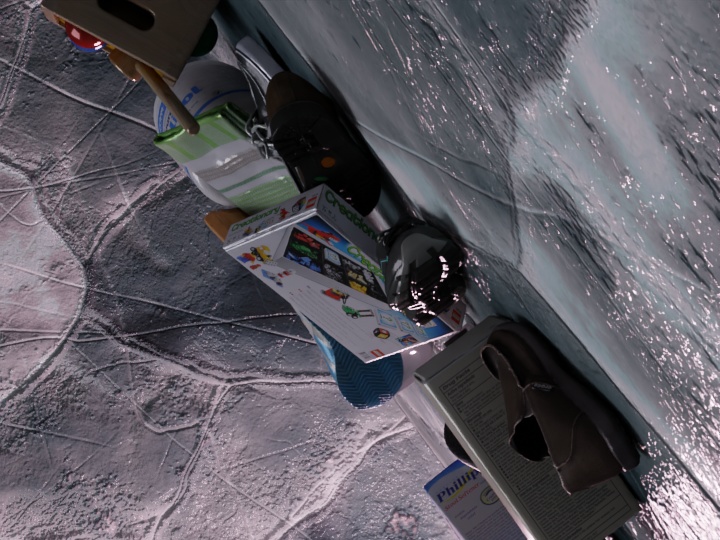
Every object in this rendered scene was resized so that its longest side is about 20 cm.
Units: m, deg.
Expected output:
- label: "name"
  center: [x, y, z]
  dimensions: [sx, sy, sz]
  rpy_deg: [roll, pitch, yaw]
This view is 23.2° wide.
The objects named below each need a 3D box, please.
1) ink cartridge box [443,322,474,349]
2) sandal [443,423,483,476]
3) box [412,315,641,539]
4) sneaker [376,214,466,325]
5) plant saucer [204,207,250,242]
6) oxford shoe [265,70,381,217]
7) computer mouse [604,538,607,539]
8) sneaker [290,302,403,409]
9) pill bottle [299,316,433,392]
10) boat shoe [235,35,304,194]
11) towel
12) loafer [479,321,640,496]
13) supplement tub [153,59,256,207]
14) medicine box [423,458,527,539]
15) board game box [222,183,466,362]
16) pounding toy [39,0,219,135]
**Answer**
- label: "ink cartridge box"
  center: [0.157, 0.161, 1.744]
  dimensions: [0.198, 0.047, 0.200]
  rpy_deg: [52, 173, 18]
- label: "sandal"
  center: [0.155, 0.202, 1.908]
  dimensions: [0.045, 0.075, 0.200]
  rpy_deg: [43, -179, -39]
- label: "box"
  center: [0.139, 0.144, 1.489]
  dimensions: [0.200, 0.095, 0.078]
  rpy_deg: [56, 176, -6]
- label: "sneaker"
  center: [0.040, -0.008, 1.488]
  dimensions: [0.079, 0.075, 0.200]
  rpy_deg: [55, 176, 14]
- label: "plant saucer"
  center: [-0.087, -0.008, 1.959]
  dimensions: [0.200, 0.037, 0.200]
  rpy_deg: [40, -178, -2]
- label: "oxford shoe"
  center: [-0.032, -0.112, 1.580]
  dimensions: [0.200, 0.073, 0.084]
  rpy_deg: [63, -173, -55]
- label: "computer mouse"
  center: [0.227, 0.295, 1.785]
  dimensions: [0.140, 0.046, 0.200]
  rpy_deg: [36, -172, -41]
- label: "sneaker"
  center: [-0.016, 0.056, 1.803]
  dimensions: [0.200, 0.076, 0.081]
  rpy_deg: [63, 179, -30]
- label: "pill bottle"
  center: [-0.007, 0.057, 2.195]
  dimensions: [0.200, 0.114, 0.114]
  rpy_deg: [52, 175, 33]
- label: "boat shoe"
  center: [-0.077, -0.138, 1.741]
  dimensions: [0.199, 0.068, 0.074]
  rpy_deg: [57, 174, -28]
- label: "towel"
  center: [-0.108, -0.094, 1.844]
  dimensions: [0.200, 0.031, 0.149]
  rpy_deg: [36, 148, -25]
- label: "loafer"
  center: [0.136, 0.104, 1.350]
  dimensions: [0.073, 0.071, 0.200]
  rpy_deg: [57, 175, -30]
- label: "supplement tub"
  center: [-0.154, -0.158, 1.991]
  dimensions: [0.132, 0.132, 0.200]
  rpy_deg: [56, 174, -26]
- label: "medicine box"
  center: [0.208, 0.390, 2.550]
  dimensions: [0.200, 0.103, 0.182]
  rpy_deg: [48, 172, 48]
- label: "board game box"
  center: [-0.014, 0.007, 1.623]
  dimensions: [0.200, 0.126, 0.035]
  rpy_deg: [40, -132, -30]
- label: "pounding toy"
  center: [-0.229, -0.247, 1.822]
  dimensions: [0.200, 0.142, 0.184]
  rpy_deg: [29, 179, -8]
